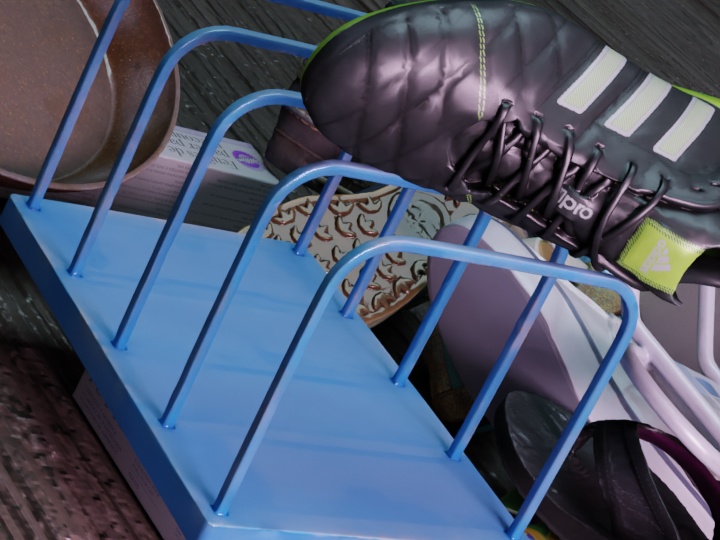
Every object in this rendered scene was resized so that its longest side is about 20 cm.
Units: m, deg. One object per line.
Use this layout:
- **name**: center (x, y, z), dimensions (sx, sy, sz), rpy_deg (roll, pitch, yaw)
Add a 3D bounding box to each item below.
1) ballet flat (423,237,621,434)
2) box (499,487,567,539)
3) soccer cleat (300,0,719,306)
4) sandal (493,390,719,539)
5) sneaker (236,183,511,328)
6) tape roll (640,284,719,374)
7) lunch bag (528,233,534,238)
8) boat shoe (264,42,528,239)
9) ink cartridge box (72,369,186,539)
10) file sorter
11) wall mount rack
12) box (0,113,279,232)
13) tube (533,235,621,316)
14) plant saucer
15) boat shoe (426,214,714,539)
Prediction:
- **ballet flat**: center (0.078, 0.019, 1.048), dimensions (0.071, 0.071, 0.200), rpy_deg (34, 23, 11)
- **box**: center (0.124, 0.155, 0.833), dimensions (0.200, 0.048, 0.117), rpy_deg (38, 22, 16)
- **soccer cleat**: center (0.074, -0.034, 0.708), dimensions (0.199, 0.068, 0.081), rpy_deg (14, 38, -31)
- **sandal**: center (0.122, 0.101, 0.820), dimensions (0.075, 0.048, 0.200), rpy_deg (10, 28, -41)
- **sneaker**: center (0.000, 0.000, 1.004), dimensions (0.200, 0.090, 0.067), rpy_deg (-31, 76, -34)
- **tape roll**: center (0.257, 0.012, 1.110), dimensions (0.202, 0.139, 0.203), rpy_deg (24, 47, -29)
- **lunch bag**: center (0.154, -0.032, 1.278), dimensions (0.160, 0.076, 0.200), rpy_deg (23, 19, -13)
- **boat shoe**: center (0.014, -0.039, 1.108), dimensions (0.074, 0.073, 0.200), rpy_deg (40, 0, 43)
- **ink cartridge box**: center (-0.019, 0.092, 0.789), dimensions (0.094, 0.044, 0.200), rpy_deg (10, 28, -39)
- **file sorter**: center (-0.016, -0.004, 0.782), dimensions (0.138, 0.123, 0.200), rpy_deg (9, 29, -36)
- **wall mount rack**: center (0.149, 0.023, 0.864), dimensions (0.174, 0.075, 0.200), rpy_deg (54, 12, 22)
- **box**: center (-0.127, -0.051, 0.989), dimensions (0.200, 0.042, 0.039), rpy_deg (11, 28, -39)
- **tube**: center (0.123, -0.025, 1.156), dimensions (0.200, 0.077, 0.050), rpy_deg (47, -16, -2)
- **plant saucer**: center (-0.165, -0.111, 0.928), dimensions (0.200, 0.034, 0.201), rpy_deg (30, 40, -29)
- **boat shoe**: center (0.104, 0.057, 0.936), dimensions (0.065, 0.074, 0.200), rpy_deg (-30, 85, -38)
